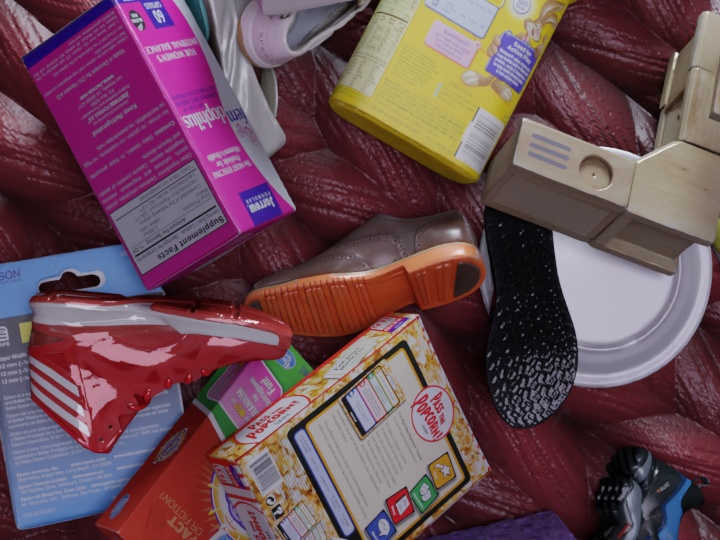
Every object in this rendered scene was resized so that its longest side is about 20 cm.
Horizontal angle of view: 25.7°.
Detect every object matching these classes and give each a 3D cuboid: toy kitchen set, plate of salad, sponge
[{"bbox_3d":[0.223,-0.139,1.244,0.178,0.163,0.202,19,66,-8],"label":"toy kitchen set"},{"bbox_3d":[0.196,-0.002,1.326,0.197,0.048,0.203,0,83,-2],"label":"plate of salad"},{"bbox_3d":[0.083,0.250,1.271,0.197,0.112,0.030,-12,111,-11],"label":"sponge"}]

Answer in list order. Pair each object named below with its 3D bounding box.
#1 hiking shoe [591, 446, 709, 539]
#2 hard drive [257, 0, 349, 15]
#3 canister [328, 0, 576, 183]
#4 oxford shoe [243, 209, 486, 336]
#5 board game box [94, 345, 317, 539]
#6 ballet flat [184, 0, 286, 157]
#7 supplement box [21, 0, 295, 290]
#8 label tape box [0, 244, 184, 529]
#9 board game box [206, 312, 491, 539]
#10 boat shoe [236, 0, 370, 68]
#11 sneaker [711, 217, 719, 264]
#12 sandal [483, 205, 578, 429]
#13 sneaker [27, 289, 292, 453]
[{"bbox_3d":[0.225,0.253,1.318,0.086,0.074,0.202,25,85,-10],"label":"hiking shoe"},{"bbox_3d":[-0.038,-0.289,1.231,0.130,0.026,0.202,-12,56,-11],"label":"hard drive"},{"bbox_3d":[0.078,-0.191,1.283,0.147,0.087,0.202,29,86,-10],"label":"canister"},{"bbox_3d":[0.000,0.000,1.287,0.197,0.072,0.074,-11,51,-1],"label":"oxford shoe"},{"bbox_3d":[-0.088,0.169,1.226,0.153,0.040,0.201,49,65,-25],"label":"board game box"},{"bbox_3d":[-0.107,-0.180,1.262,0.069,0.069,0.203,-17,98,-11],"label":"ballet flat"},{"bbox_3d":[-0.152,-0.102,1.201,0.103,0.101,0.202,-27,91,26],"label":"supplement box"},{"bbox_3d":[-0.216,0.087,1.235,0.141,0.066,0.203,-10,90,-13],"label":"label tape box"},{"bbox_3d":[-0.004,0.151,1.231,0.199,0.046,0.153,-36,110,-29],"label":"board game box"},{"bbox_3d":[-0.013,-0.234,1.251,0.201,0.069,0.071,-53,126,-20],"label":"boat shoe"},{"bbox_3d":[0.394,-0.011,1.344,0.198,0.090,0.079,20,88,-9],"label":"sneaker"},{"bbox_3d":[0.136,0.030,1.281,0.074,0.045,0.203,-3,73,3],"label":"sandal"},{"bbox_3d":[-0.153,0.080,1.189,0.197,0.078,0.117,6,97,-1],"label":"sneaker"}]
